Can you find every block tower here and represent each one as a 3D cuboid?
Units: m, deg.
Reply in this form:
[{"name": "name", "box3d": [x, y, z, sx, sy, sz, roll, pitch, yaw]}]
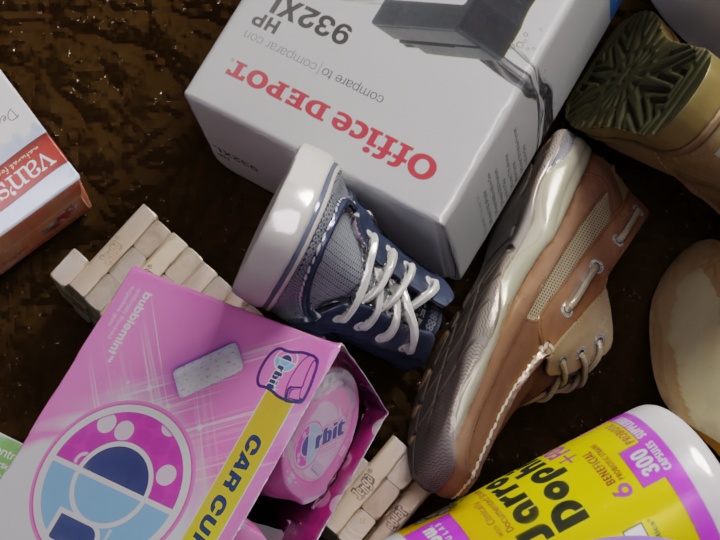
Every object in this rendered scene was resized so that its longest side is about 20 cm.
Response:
[{"name": "block tower", "box3d": [-0.054, 0.053, 0.863, 0.200, 0.054, 0.058, 40, 78, 7]}]

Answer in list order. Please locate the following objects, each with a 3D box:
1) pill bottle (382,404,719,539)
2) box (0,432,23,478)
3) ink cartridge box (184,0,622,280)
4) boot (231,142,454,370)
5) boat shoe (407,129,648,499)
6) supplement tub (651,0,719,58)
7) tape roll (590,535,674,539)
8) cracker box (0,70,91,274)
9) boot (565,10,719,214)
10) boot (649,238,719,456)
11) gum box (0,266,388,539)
[{"name": "pill bottle", "box3d": [0.070, 0.147, 0.816, 0.199, 0.104, 0.105, -26, 79, -11]}, {"name": "box", "box3d": [-0.231, 0.145, 0.813, 0.144, 0.036, 0.201, 26, 59, 4]}, {"name": "ink cartridge box", "box3d": [0.030, -0.120, 0.881, 0.144, 0.084, 0.201, 27, 77, 16]}, {"name": "boot", "box3d": [0.000, 0.000, 0.804, 0.090, 0.200, 0.073, 26, 88, 1]}, {"name": "boat shoe", "box3d": [0.084, 0.023, 0.850, 0.071, 0.076, 0.201, 31, 61, -6]}, {"name": "supplement tub", "box3d": [0.238, -0.197, 0.888, 0.144, 0.145, 0.201, 31, 77, 5]}, {"name": "tape roll", "box3d": [0.109, 0.215, 0.732, 0.198, 0.085, 0.202, -5, 109, -15]}, {"name": "cracker box", "box3d": [-0.242, -0.074, 0.884, 0.134, 0.058, 0.200, -36, 80, -10]}, {"name": "boot", "box3d": [0.199, -0.030, 0.874, 0.200, 0.175, 0.066, 37, 100, -16]}, {"name": "boot", "box3d": [0.219, 0.080, 0.858, 0.143, 0.202, 0.071, 29, 116, -29]}, {"name": "gum box", "box3d": [-0.090, 0.111, 0.756, 0.113, 0.066, 0.201, 19, 70, 30]}]
